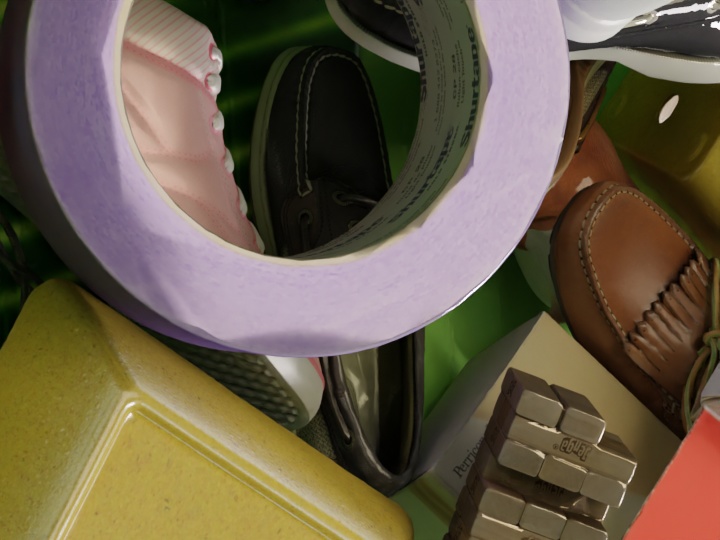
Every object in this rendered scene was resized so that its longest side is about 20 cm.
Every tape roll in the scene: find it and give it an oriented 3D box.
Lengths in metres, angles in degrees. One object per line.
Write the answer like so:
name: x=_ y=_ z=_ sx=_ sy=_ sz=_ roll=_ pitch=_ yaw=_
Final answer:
tape roll: x=-0.030 y=-0.069 z=1.044 sx=0.198 sy=0.085 sz=0.202 roll=0 pitch=90 yaw=-15

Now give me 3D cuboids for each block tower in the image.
block tower: x=0.048 y=0.144 z=1.125 sx=0.054 sy=0.058 sz=0.201 roll=20 pitch=96 yaw=-5

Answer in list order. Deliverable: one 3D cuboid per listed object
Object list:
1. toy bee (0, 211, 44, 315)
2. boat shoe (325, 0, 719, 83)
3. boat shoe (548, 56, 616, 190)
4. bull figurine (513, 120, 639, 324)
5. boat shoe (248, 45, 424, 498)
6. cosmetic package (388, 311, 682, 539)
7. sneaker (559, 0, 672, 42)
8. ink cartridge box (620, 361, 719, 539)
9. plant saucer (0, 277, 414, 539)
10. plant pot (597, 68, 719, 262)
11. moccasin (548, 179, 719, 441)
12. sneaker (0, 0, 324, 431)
toy bee: x=-0.184 y=-0.046 z=1.010 sx=0.108 sy=0.131 sz=0.201 roll=-29 pitch=110 yaw=-18
boat shoe: x=0.084 y=-0.116 z=1.146 sx=0.199 sy=0.060 sz=0.074 roll=4 pitch=49 yaw=-22
boat shoe: x=0.070 y=-0.080 z=1.205 sx=0.072 sy=0.072 sz=0.201 roll=21 pitch=43 yaw=-1
bull figurine: x=0.086 y=-0.017 z=1.272 sx=0.200 sy=0.065 sz=0.122 roll=49 pitch=58 yaw=-13
boat shoe: x=-0.001 y=0.000 z=1.186 sx=0.071 sy=0.066 sz=0.202 roll=11 pitch=72 yaw=-41
cosmetic package: x=0.108 y=0.126 z=1.210 sx=0.200 sy=0.071 sz=0.105 roll=42 pitch=56 yaw=-7
sneaker: x=0.078 y=-0.190 z=1.063 sx=0.075 sy=0.099 sz=0.201 roll=-27 pitch=95 yaw=-35
ink cartridge box: x=0.219 y=0.107 z=1.177 sx=0.200 sy=0.044 sz=0.174 roll=38 pitch=74 yaw=-16
plant saucer: x=-0.076 y=0.136 z=1.060 sx=0.200 sy=0.048 sz=0.201 roll=36 pitch=71 yaw=-30
plant pot: x=0.226 y=-0.061 z=1.290 sx=0.176 sy=0.200 sz=0.201 roll=32 pitch=93 yaw=-19
moccasin: x=0.150 y=0.045 z=1.221 sx=0.074 sy=0.078 sz=0.202 roll=-42 pitch=112 yaw=-26
sneaker: x=-0.069 y=-0.035 z=1.128 sx=0.200 sy=0.075 sz=0.105 roll=46 pitch=57 yaw=-17
